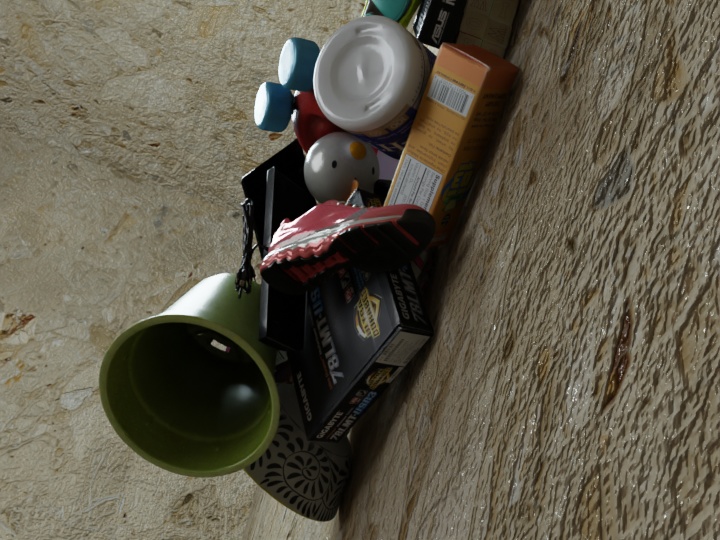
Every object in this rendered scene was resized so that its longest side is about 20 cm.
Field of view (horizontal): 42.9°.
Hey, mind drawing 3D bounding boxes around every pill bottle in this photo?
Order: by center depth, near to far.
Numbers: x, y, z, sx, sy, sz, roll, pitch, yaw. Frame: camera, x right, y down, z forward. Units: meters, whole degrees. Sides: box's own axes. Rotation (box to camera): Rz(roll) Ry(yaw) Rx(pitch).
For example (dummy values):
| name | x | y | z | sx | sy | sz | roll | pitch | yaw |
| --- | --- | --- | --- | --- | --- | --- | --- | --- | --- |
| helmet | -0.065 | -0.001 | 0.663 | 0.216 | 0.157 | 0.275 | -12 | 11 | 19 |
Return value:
| name | x | y | z | sx | sy | sz | roll | pitch | yaw |
| --- | --- | --- | --- | --- | --- | --- | --- | --- | --- |
| pill bottle | 0.047 | -0.185 | 1.003 | 0.199 | 0.119 | 0.121 | 17 | -88 | -59 |

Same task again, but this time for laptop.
| name | x | y | z | sx | sy | sz | roll | pitch | yaw |
| --- | --- | --- | --- | --- | --- | --- | --- | --- | --- |
| laptop | -0.137 | -0.045 | 1.201 | 0.187 | 0.115 | 0.202 | -53 | -47 | -62 |

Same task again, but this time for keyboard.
| name | x | y | z | sx | sy | sz | roll | pitch | yaw |
| --- | --- | --- | --- | --- | --- | --- | --- | --- | --- |
| keyboard | -0.097 | -0.017 | 1.000 | 0.127 | 0.020 | 0.202 | 34 | -130 | -53 |

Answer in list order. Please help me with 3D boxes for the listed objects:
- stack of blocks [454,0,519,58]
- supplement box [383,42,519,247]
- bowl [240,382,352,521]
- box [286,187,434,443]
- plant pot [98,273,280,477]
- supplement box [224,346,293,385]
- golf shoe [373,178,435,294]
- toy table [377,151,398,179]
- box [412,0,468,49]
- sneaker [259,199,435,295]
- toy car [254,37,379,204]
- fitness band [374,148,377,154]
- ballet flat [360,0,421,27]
| name | x | y | z | sx | sy | sz | roll | pitch | yaw |
| --- | --- | --- | --- | --- | --- | --- | --- | --- | --- |
| stack of blocks | 0.147 | -0.313 | 1.085 | 0.115 | 0.058 | 0.202 | 131 | 156 | -77 |
| supplement box | 0.087 | -0.124 | 0.935 | 0.066 | 0.069 | 0.201 | -14 | -47 | -51 |
| bowl | -0.074 | 0.200 | 1.129 | 0.094 | 0.200 | 0.201 | -48 | 9 | 8 |
| box | -0.015 | 0.050 | 1.001 | 0.199 | 0.049 | 0.201 | -50 | 40 | 34 |
| plant pot | -0.171 | 0.096 | 1.053 | 0.190 | 0.198 | 0.202 | -74 | 5 | -63 |
| supplement box | -0.083 | 0.108 | 1.281 | 0.199 | 0.103 | 0.132 | -21 | -31 | -36 |
| golf shoe | 0.040 | -0.028 | 1.059 | 0.201 | 0.091 | 0.073 | -79 | 12 | -47 |
| toy table | 0.029 | -0.185 | 1.360 | 0.117 | 0.182 | 0.202 | 104 | 151 | -83 |
| box | 0.110 | -0.355 | 1.041 | 0.200 | 0.047 | 0.195 | -84 | 15 | -71 |
| sneaker | -0.017 | -0.044 | 0.928 | 0.198 | 0.074 | 0.088 | -15 | 50 | 28 |
| toy car | -0.017 | -0.154 | 1.126 | 0.177 | 0.183 | 0.202 | -43 | 48 | 54 |
| fitness band | 0.058 | -0.176 | 1.244 | 0.143 | 0.037 | 0.202 | 12 | 81 | 46 |
| ballet flat | 0.039 | -0.319 | 1.118 | 0.067 | 0.067 | 0.200 | -33 | -13 | -31 |
